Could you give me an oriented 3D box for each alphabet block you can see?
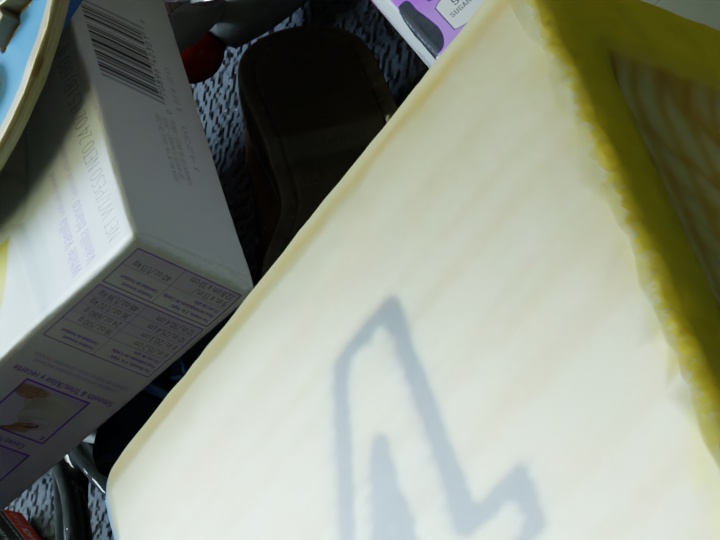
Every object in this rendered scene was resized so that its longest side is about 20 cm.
[{"bbox_3d":[0.078,0.079,0.663,0.200,0.194,0.197,-49,44,30],"label":"alphabet block"}]

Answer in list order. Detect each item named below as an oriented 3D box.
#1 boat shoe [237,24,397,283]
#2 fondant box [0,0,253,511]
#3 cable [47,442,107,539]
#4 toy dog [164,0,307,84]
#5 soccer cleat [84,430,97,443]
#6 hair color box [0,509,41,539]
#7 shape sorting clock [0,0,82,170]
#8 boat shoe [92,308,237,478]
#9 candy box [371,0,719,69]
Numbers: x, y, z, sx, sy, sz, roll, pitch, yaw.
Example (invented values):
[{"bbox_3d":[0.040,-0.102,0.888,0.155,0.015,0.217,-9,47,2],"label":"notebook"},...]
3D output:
[{"bbox_3d":[0.000,0.000,0.916,0.201,0.071,0.068,-98,2,-47],"label":"boat shoe"},{"bbox_3d":[-0.137,0.002,0.904,0.200,0.058,0.145,-41,48,26],"label":"fondant box"},{"bbox_3d":[-0.121,0.072,1.099,0.097,0.050,0.200,-47,50,-6],"label":"cable"},{"bbox_3d":[-0.111,-0.084,1.014,0.131,0.096,0.201,16,64,44],"label":"toy dog"},{"bbox_3d":[-0.108,0.020,1.034,0.086,0.070,0.200,-35,34,-15],"label":"soccer cleat"},{"bbox_3d":[-0.183,0.206,1.098,0.101,0.061,0.201,41,111,51],"label":"hair color box"},{"bbox_3d":[-0.162,-0.087,0.898,0.199,0.039,0.201,-22,57,37],"label":"shape sorting clock"},{"bbox_3d":[-0.061,0.053,0.909,0.201,0.068,0.084,64,161,15],"label":"boat shoe"},{"bbox_3d":[0.063,-0.144,0.832,0.168,0.072,0.200,-40,42,2],"label":"candy box"}]
